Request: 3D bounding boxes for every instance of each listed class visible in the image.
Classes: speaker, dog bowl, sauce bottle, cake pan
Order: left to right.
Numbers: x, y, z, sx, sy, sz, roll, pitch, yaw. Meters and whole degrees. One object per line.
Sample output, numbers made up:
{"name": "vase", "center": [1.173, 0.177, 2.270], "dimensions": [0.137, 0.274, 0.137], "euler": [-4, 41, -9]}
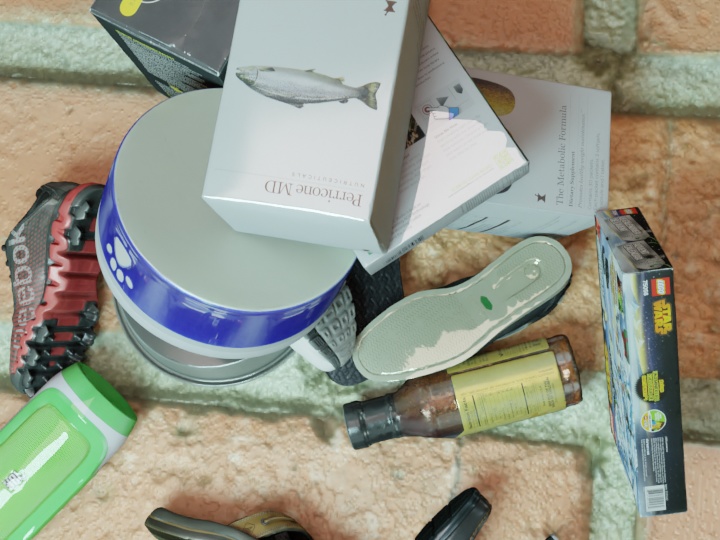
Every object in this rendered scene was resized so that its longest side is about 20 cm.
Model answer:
{"name": "speaker", "center": [-0.288, 0.175, 1.045], "dimensions": [0.088, 0.088, 0.200], "euler": [44, 87, 12]}
{"name": "cake pan", "center": [-0.130, 0.002, 1.084], "dimensions": [0.199, 0.037, 0.201], "euler": [-1, 79, 6]}
{"name": "dog bowl", "center": [-0.099, -0.039, 0.937], "dimensions": [0.199, 0.079, 0.201], "euler": [9, 58, -16]}
{"name": "sauce bottle", "center": [0.085, 0.106, 1.027], "dimensions": [0.199, 0.066, 0.066], "euler": [-14, 78, 5]}

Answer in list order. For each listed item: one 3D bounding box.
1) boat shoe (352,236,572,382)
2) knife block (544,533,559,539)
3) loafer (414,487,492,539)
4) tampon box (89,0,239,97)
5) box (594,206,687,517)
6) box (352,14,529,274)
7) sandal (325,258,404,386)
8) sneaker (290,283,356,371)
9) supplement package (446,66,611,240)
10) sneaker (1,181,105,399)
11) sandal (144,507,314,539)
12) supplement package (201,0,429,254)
{"name": "boat shoe", "center": [0.088, 0.043, 1.032], "dimensions": [0.199, 0.068, 0.072], "euler": [-27, 71, -3]}
{"name": "knife block", "center": [0.116, 0.307, 0.933], "dimensions": [0.064, 0.200, 0.176], "euler": [26, 113, 11]}
{"name": "loafer", "center": [0.057, 0.273, 1.000], "dimensions": [0.072, 0.073, 0.200], "euler": [32, 94, 2]}
{"name": "tampon box", "center": [-0.115, -0.220, 1.041], "dimensions": [0.126, 0.200, 0.150], "euler": [28, 83, 11]}
{"name": "box", "center": [0.215, 0.067, 0.939], "dimensions": [0.040, 0.137, 0.201], "euler": [-7, 111, 4]}
{"name": "box", "center": [0.013, -0.118, 0.913], "dimensions": [0.144, 0.036, 0.200], "euler": [-32, 78, 1]}
{"name": "sandal", "center": [0.000, 0.000, 1.059], "dimensions": [0.075, 0.045, 0.201], "euler": [7, 86, -28]}
{"name": "sneaker", "center": [-0.081, 0.008, 1.021], "dimensions": [0.200, 0.087, 0.074], "euler": [49, 44, 13]}
{"name": "supplement package", "center": [0.092, -0.096, 1.006], "dimensions": [0.199, 0.109, 0.114], "euler": [6, 80, -16]}
{"name": "sneaker", "center": [-0.277, 0.011, 1.083], "dimensions": [0.098, 0.071, 0.201], "euler": [22, 99, 34]}
{"name": "sandal", "center": [-0.084, 0.229, 1.027], "dimensions": [0.199, 0.082, 0.055], "euler": [14, 59, 16]}
{"name": "supplement package", "center": [-0.025, -0.125, 0.840], "dimensions": [0.116, 0.117, 0.201], "euler": [8, 81, 7]}
